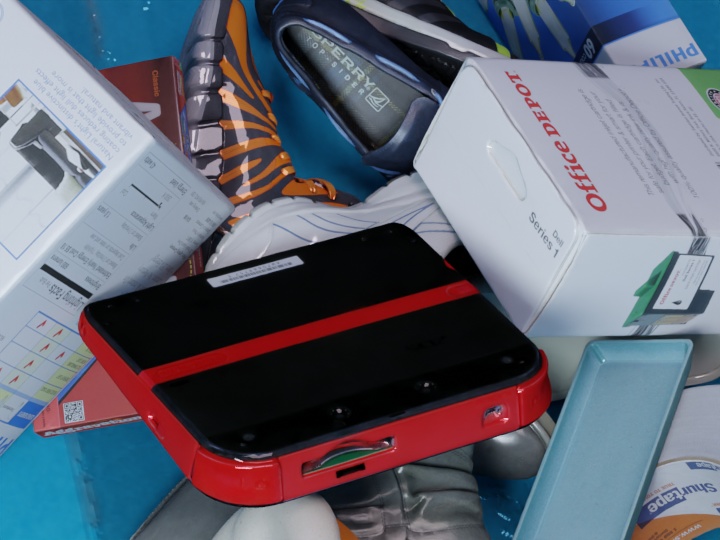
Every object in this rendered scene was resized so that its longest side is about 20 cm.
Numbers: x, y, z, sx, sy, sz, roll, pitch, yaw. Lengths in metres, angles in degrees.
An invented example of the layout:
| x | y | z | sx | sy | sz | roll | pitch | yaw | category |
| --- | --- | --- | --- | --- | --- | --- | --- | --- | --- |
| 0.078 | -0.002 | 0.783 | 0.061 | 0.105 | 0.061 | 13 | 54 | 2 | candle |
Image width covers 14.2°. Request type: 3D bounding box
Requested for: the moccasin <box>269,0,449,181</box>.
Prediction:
| x | y | z | sx | sy | sz | roll | pitch | yaw | category |
| --- | --- | --- | --- | --- | --- | --- | --- | --- | --- |
| 0.020 | -0.078 | 1.675 | 0.200 | 0.081 | 0.068 | 37 | 19 | -2 | moccasin |

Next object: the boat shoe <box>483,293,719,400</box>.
| x | y | z | sx | sy | sz | roll | pitch | yaw | category |
| --- | --- | --- | --- | --- | --- | --- | --- | --- | --- |
| 0.116 | 0.033 | 1.674 | 0.199 | 0.073 | 0.062 | 1 | 18 | -5 | boat shoe |

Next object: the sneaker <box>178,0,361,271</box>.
| x | y | z | sx | sy | sz | roll | pitch | yaw | category |
| --- | --- | --- | --- | --- | --- | --- | --- | --- | --- |
| -0.055 | -0.061 | 1.673 | 0.112 | 0.078 | 0.201 | 7 | 71 | -14 | sneaker |

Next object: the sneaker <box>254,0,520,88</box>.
| x | y | z | sx | sy | sz | roll | pitch | yaw | category |
| --- | --- | --- | --- | --- | --- | --- | --- | --- | --- |
| 0.033 | -0.152 | 1.737 | 0.199 | 0.072 | 0.083 | 26 | 57 | 1 | sneaker |

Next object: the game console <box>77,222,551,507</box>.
| x | y | z | sx | sy | sz | roll | pitch | yaw | category |
| --- | --- | --- | --- | --- | --- | --- | --- | --- | --- |
| -0.021 | 0.045 | 1.466 | 0.199 | 0.031 | 0.177 | -15 | 34 | -25 | game console |

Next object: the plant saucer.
| x | y | z | sx | sy | sz | roll | pitch | yaw | category |
| --- | --- | --- | --- | --- | --- | --- | --- | --- | --- |
| 0.123 | 0.122 | 1.547 | 0.070 | 0.019 | 0.201 | -1 | 53 | 37 | plant saucer |

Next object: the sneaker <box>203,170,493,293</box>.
| x | y | z | sx | sy | sz | roll | pitch | yaw | category |
| --- | --- | --- | --- | --- | --- | --- | --- | --- | --- |
| 0.000 | 0.000 | 1.585 | 0.199 | 0.075 | 0.087 | -20 | 38 | -28 | sneaker |

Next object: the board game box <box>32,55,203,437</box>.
| x | y | z | sx | sy | sz | roll | pitch | yaw | category |
| --- | --- | --- | --- | --- | --- | --- | --- | --- | --- |
| -0.140 | -0.014 | 1.606 | 0.103 | 0.019 | 0.201 | -10 | 74 | 10 | board game box |

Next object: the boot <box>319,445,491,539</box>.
| x | y | z | sx | sy | sz | roll | pitch | yaw | category |
| --- | --- | --- | --- | --- | --- | --- | --- | --- | --- |
| -0.027 | 0.099 | 1.519 | 0.199 | 0.068 | 0.131 | 3 | 68 | -7 | boot |

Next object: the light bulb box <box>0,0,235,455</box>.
| x | y | z | sx | sy | sz | roll | pitch | yaw | category |
| --- | --- | --- | --- | --- | --- | --- | --- | --- | --- |
| -0.192 | -0.018 | 1.502 | 0.125 | 0.198 | 0.200 | 44 | 90 | 14 | light bulb box |

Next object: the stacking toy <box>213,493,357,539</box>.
| x | y | z | sx | sy | sz | roll | pitch | yaw | category |
| --- | --- | --- | --- | --- | --- | --- | --- | --- | --- |
| 0.012 | 0.208 | 1.448 | 0.200 | 0.146 | 0.147 | 26 | 56 | -25 | stacking toy |

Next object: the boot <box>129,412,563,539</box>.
| x | y | z | sx | sy | sz | roll | pitch | yaw | category |
| --- | --- | --- | --- | --- | --- | --- | --- | --- | --- |
| -0.009 | 0.127 | 1.574 | 0.181 | 0.073 | 0.200 | 22 | 51 | 18 | boot |

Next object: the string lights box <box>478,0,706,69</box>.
| x | y | z | sx | sy | sz | roll | pitch | yaw | category |
| --- | --- | --- | --- | --- | --- | --- | --- | --- | --- |
| 0.123 | -0.171 | 1.749 | 0.059 | 0.103 | 0.200 | -21 | 68 | -23 | string lights box |

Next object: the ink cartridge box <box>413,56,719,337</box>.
| x | y | z | sx | sy | sz | roll | pitch | yaw | category |
| --- | --- | --- | --- | --- | --- | --- | --- | --- | --- |
| 0.149 | -0.040 | 1.609 | 0.199 | 0.084 | 0.146 | 0 | 44 | -35 | ink cartridge box |

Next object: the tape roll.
| x | y | z | sx | sy | sz | roll | pitch | yaw | category |
| --- | --- | --- | --- | --- | --- | --- | --- | --- | --- |
| 0.176 | 0.160 | 1.533 | 0.066 | 0.200 | 0.201 | 49 | 51 | -37 | tape roll |
